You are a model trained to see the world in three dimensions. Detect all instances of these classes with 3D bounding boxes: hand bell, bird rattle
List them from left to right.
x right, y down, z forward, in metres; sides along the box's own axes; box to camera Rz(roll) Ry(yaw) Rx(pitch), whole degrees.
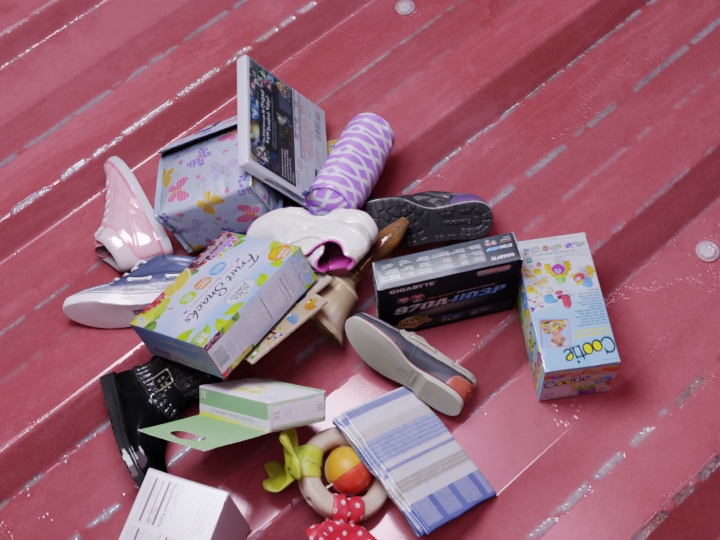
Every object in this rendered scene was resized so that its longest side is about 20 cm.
[{"bbox_3d":[-0.028,0.276,1.339,0.163,0.113,0.200,-31,65,-32],"label":"bird rattle"},{"bbox_3d":[0.000,0.000,1.465,0.104,0.104,0.200,38,79,22],"label":"hand bell"}]

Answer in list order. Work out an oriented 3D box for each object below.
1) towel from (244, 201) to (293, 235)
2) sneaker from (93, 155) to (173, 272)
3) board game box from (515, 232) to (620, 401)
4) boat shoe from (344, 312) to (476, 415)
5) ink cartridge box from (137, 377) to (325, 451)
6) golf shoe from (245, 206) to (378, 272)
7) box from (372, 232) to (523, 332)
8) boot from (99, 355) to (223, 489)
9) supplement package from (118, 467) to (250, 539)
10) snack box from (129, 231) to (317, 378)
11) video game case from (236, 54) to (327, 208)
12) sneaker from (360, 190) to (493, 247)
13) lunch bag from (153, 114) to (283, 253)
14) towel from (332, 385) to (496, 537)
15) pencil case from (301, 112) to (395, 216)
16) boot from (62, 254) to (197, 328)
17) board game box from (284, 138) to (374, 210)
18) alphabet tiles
[{"bbox_3d":[-0.150,-0.012,1.520,0.145,0.024,0.200,30,76,28],"label":"towel"},{"bbox_3d":[-0.372,-0.082,1.569,0.105,0.075,0.200,-26,67,-16],"label":"sneaker"},{"bbox_3d":[0.279,0.064,1.428,0.105,0.103,0.200,-8,61,0],"label":"board game box"},{"bbox_3d":[0.069,0.118,1.418,0.200,0.071,0.063,35,51,5],"label":"boat shoe"},{"bbox_3d":[-0.164,0.180,1.328,0.145,0.200,0.048,5,96,44],"label":"ink cartridge box"},{"bbox_3d":[-0.078,-0.039,1.439,0.200,0.075,0.092,-3,41,24],"label":"golf shoe"},{"bbox_3d":[0.119,0.023,1.430,0.200,0.159,0.046,-12,62,-4],"label":"box"},{"bbox_3d":[-0.257,0.196,1.406,0.158,0.079,0.211,-21,61,-7],"label":"boot"},{"bbox_3d":[-0.231,0.373,1.264,0.111,0.156,0.200,14,63,12],"label":"supplement package"},{"bbox_3d":[-0.185,0.041,1.403,0.169,0.068,0.200,13,51,43],"label":"snack box"},{"bbox_3d":[-0.113,-0.197,1.527,0.023,0.182,0.200,-25,53,31],"label":"video game case"},{"bbox_3d":[0.092,-0.083,1.540,0.200,0.076,0.088,2,22,-5],"label":"sneaker"},{"bbox_3d":[-0.212,-0.151,1.546,0.169,0.127,0.200,-16,49,18],"label":"lunch bag"},{"bbox_3d":[0.070,0.246,1.359,0.147,0.024,0.200,-19,58,-40],"label":"towel"},{"bbox_3d":[-0.015,-0.147,1.515,0.084,0.085,0.200,41,48,-13],"label":"pencil case"},{"bbox_3d":[-0.331,0.028,1.515,0.200,0.073,0.090,-1,52,1],"label":"boot"},{"bbox_3d":[-0.047,-0.108,1.585,0.135,0.035,0.200,-12,61,-2],"label":"board game box"},{"bbox_3d":[-0.139,0.056,1.419,0.200,0.006,0.166,-39,36,-18],"label":"alphabet tiles"}]
